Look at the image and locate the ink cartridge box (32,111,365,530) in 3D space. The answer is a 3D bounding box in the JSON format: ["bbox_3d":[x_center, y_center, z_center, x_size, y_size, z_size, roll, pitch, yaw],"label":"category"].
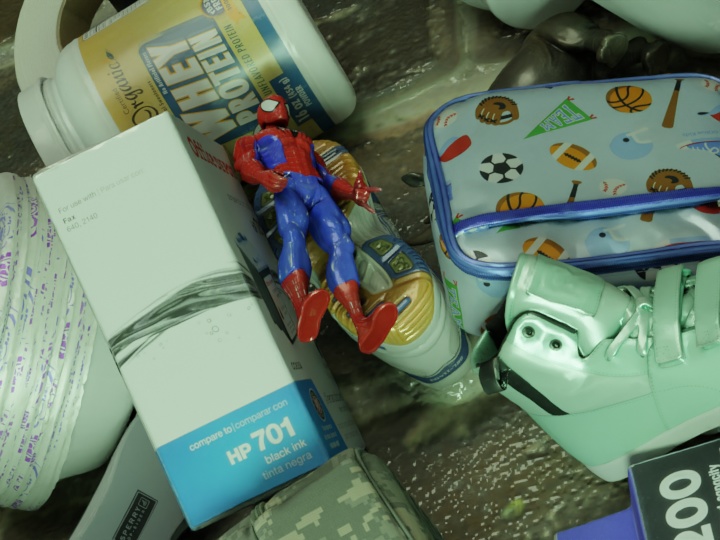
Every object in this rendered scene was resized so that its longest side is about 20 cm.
[{"bbox_3d":[-0.083,0.028,0.876,0.086,0.146,0.200,-25,85,5],"label":"ink cartridge box"}]

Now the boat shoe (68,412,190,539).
[{"bbox_3d":[-0.128,0.140,0.934,0.057,0.069,0.200,-50,6,49],"label":"boat shoe"}]

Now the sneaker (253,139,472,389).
[{"bbox_3d":[0.000,0.000,0.966,0.075,0.088,0.200,-36,42,5],"label":"sneaker"}]

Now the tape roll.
[{"bbox_3d":[-0.185,-0.197,1.264,0.203,0.037,0.203,-13,66,30],"label":"tape roll"}]

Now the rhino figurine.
[{"bbox_3d":[0.097,-0.085,1.006,0.200,0.060,0.087,-47,35,-11],"label":"rhino figurine"}]

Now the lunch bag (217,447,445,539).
[{"bbox_3d":[-0.012,0.204,0.739,0.168,0.139,0.200,-33,40,0],"label":"lunch bag"}]

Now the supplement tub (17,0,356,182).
[{"bbox_3d":[-0.119,-0.122,1.117,0.200,0.145,0.145,-31,41,4],"label":"supplement tub"}]

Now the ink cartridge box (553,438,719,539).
[{"bbox_3d":[0.185,0.161,0.726,0.200,0.043,0.198,-22,43,16],"label":"ink cartridge box"}]

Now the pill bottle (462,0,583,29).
[{"bbox_3d":[0.089,-0.251,1.129,0.112,0.112,0.200,-32,40,3],"label":"pill bottle"}]

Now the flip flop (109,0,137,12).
[{"bbox_3d":[-0.161,-0.230,1.320,0.081,0.058,0.200,-39,56,15],"label":"flip flop"}]

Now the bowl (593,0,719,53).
[{"bbox_3d":[0.172,-0.229,1.013,0.075,0.199,0.200,-44,28,41],"label":"bowl"}]

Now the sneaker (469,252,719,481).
[{"bbox_3d":[0.137,0.020,0.771,0.200,0.118,0.074,-44,20,38],"label":"sneaker"}]

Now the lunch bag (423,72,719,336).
[{"bbox_3d":[0.137,-0.035,0.884,0.200,0.076,0.160,-7,42,-1],"label":"lunch bag"}]

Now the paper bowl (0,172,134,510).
[{"bbox_3d":[-0.195,0.047,0.994,0.201,0.104,0.201,-167,90,-71],"label":"paper bowl"}]

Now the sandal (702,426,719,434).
[{"bbox_3d":[0.232,0.030,0.778,0.203,0.050,0.083,-32,30,52],"label":"sandal"}]

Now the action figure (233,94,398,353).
[{"bbox_3d":[-0.030,-0.038,0.908,0.200,0.065,0.052,-115,39,-49],"label":"action figure"}]
